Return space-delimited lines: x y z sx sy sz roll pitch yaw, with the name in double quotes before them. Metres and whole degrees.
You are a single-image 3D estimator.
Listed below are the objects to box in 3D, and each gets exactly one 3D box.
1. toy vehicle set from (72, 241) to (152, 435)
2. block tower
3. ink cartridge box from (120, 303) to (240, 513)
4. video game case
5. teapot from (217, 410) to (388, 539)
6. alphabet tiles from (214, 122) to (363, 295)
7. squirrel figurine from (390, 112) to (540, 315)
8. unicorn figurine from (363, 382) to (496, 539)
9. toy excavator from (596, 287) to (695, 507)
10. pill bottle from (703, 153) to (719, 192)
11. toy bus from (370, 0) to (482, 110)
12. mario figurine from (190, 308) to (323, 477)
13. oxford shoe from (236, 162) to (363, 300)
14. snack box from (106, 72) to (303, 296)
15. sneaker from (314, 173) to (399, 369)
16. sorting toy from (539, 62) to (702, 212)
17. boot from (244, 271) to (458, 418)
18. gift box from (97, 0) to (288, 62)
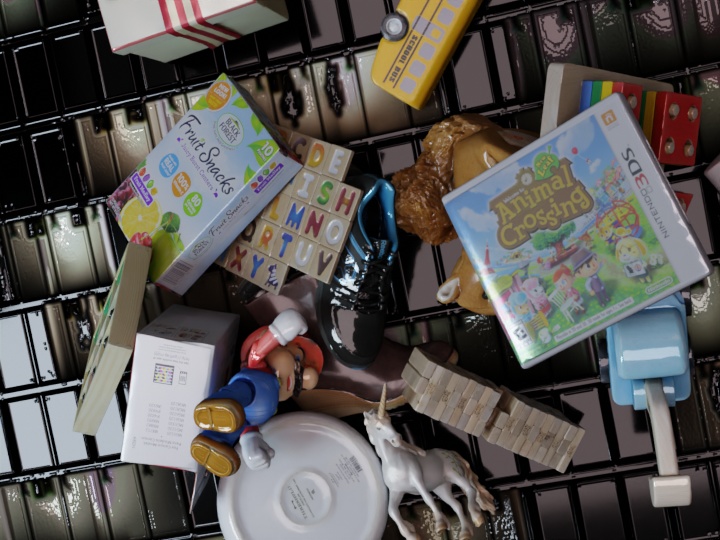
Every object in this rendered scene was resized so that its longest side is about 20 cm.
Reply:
"toy vehicle set" -0.266 0.076 1.276 0.026 0.125 0.200 15 143 -15
"block tower" 0.136 0.147 1.257 0.198 0.058 0.054 25 96 -18
"ink cartridge box" -0.191 0.141 1.272 0.083 0.200 0.178 9 96 0
"video game case" 0.194 -0.034 1.099 0.199 0.022 0.184 -30 79 26
"teapot" -0.066 0.247 1.295 0.195 0.146 0.202 12 77 -4
"alphabet tiles" -0.078 -0.062 1.265 0.199 0.008 0.169 24 95 46
"squirrel figurine" 0.125 -0.057 1.254 0.199 0.141 0.189 27 115 28
"unicorn figurine" 0.064 0.214 1.250 0.073 0.200 0.138 -32 63 15
"toy excavator" 0.290 0.112 1.191 0.099 0.200 0.197 -5 103 10
"pill bottle" 0.446 -0.058 1.192 0.114 0.114 0.200 -44 86 10
"toy bus" 0.079 -0.277 1.261 0.078 0.065 0.201 30 99 6
"mario figurine" -0.087 0.120 1.193 0.106 0.200 0.123 47 124 -5
"oxford shoe" -0.079 -0.054 1.317 0.084 0.072 0.201 46 106 30
"snack box" -0.173 -0.094 1.297 0.200 0.053 0.143 -45 55 11
"sneaker" 0.000 0.000 1.220 0.072 0.082 0.203 1 87 -26
"sorting toy" 0.260 -0.092 1.176 0.069 0.199 0.201 11 98 44
"boot" -0.011 0.070 1.289 0.198 0.072 0.168 -21 107 19
"gift box" -0.197 -0.334 1.244 0.183 0.187 0.202 -21 92 10
